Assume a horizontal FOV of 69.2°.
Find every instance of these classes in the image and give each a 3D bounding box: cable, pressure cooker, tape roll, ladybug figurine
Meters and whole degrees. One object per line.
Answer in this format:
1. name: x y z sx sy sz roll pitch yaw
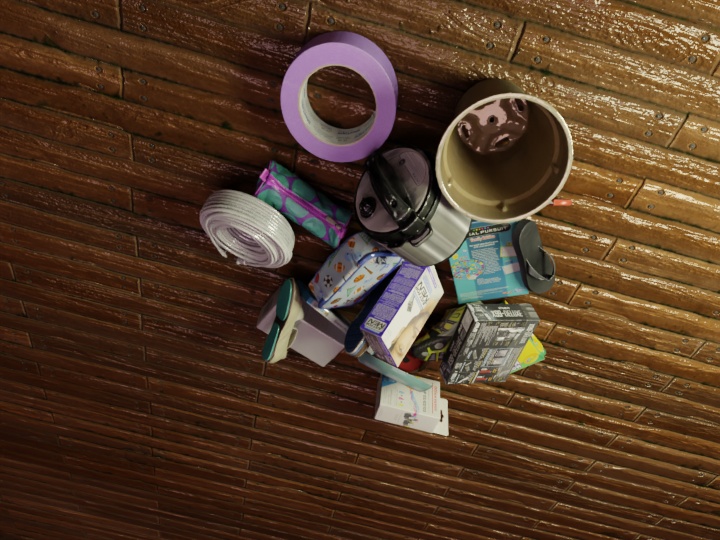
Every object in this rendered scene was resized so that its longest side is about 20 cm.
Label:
1. cable: -0.221 -0.078 1.035 0.196 0.070 0.201 13 154 22
2. pressure cooker: 0.085 -0.113 0.905 0.173 0.183 0.199 9 168 41
3. tape roll: -0.034 -0.292 0.890 0.195 0.066 0.204 4 128 5
4. ladybug figurine: 0.098 0.174 1.235 0.135 0.073 0.200 -32 117 29

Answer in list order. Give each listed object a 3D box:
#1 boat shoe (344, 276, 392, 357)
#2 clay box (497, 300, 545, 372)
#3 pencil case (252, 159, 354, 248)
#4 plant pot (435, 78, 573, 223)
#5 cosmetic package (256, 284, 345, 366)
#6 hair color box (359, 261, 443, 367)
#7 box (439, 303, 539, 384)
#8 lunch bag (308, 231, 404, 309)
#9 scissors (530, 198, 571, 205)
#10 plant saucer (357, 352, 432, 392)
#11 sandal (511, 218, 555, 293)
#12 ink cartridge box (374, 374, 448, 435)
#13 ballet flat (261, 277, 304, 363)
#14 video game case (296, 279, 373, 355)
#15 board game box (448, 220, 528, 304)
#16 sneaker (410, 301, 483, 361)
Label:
1. boat shoe: 0.037 0.110 1.113 0.071 0.202 0.073 -7 132 49
2. clay box: 0.340 0.169 1.210 0.114 0.048 0.200 -31 117 29
3. pencil case: -0.109 -0.128 1.012 0.197 0.092 0.086 31 88 -14
4. plant pot: 0.217 -0.210 0.835 0.195 0.185 0.204 4 126 5
5. cosmetic package: -0.136 0.133 1.240 0.198 0.075 0.102 34 125 -20
6. hair color box: 0.089 0.080 1.070 0.064 0.201 0.110 18 151 38
7. box: 0.273 0.160 1.122 0.154 0.050 0.203 0 130 -17
8. lunch bag: 0.000 0.000 1.068 0.199 0.077 0.159 -41 156 29
9. scissors: 0.332 -0.120 0.906 0.071 0.199 0.014 7 99 19
10. plant saucer: 0.072 0.233 1.202 0.197 0.028 0.200 26 173 3
11. sandal: 0.346 -0.016 1.023 0.043 0.077 0.200 26 164 46
12. ink cartridge box: 0.140 0.334 1.328 0.195 0.116 0.069 14 130 -4
13. ballet flat: -0.161 0.111 1.147 0.068 0.070 0.204 19 106 -8
14. video game case: -0.058 0.102 1.167 0.199 0.143 0.018 41 90 -22
15. board game box: 0.255 -0.031 1.064 0.147 0.047 0.203 -9 126 15
16. sneaker: 0.200 0.135 1.168 0.197 0.077 0.076 -29 131 13
